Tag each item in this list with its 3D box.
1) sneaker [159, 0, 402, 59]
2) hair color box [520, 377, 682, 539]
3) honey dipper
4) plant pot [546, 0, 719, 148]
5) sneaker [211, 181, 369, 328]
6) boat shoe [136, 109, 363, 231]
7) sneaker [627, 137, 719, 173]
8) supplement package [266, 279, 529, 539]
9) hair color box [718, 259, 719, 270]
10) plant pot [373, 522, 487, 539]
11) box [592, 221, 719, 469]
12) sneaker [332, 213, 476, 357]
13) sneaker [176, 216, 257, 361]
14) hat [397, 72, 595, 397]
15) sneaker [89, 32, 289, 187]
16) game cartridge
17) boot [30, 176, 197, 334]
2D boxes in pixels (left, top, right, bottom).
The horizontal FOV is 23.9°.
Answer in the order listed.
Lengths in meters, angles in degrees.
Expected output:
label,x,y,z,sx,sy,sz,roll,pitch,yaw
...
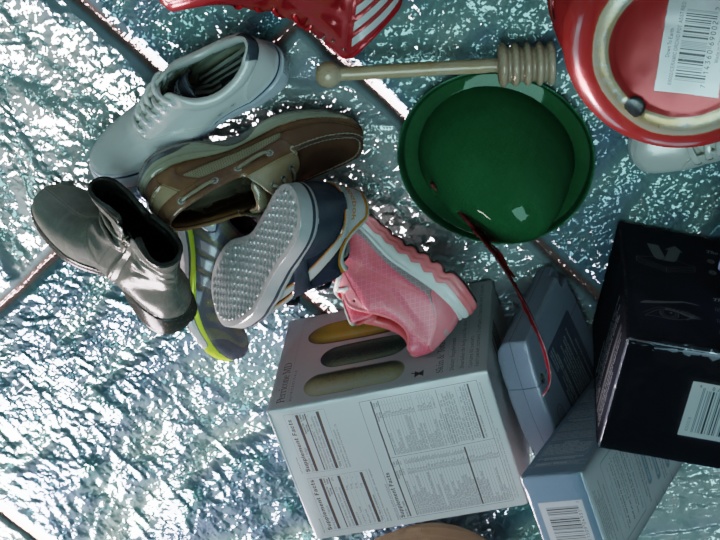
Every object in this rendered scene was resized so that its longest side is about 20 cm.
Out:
label,x,y,z,sx,sy,sz,roll,pitch,yaw
sneaker,-0.061,-0.214,1.393,0.200,0.078,0.116,-11,118,14
hair color box,0.214,0.171,1.476,0.061,0.200,0.099,-10,108,32
honey dipper,0.062,-0.169,1.416,0.200,0.038,0.038,-2,121,-1
plant pot,0.240,-0.206,1.306,0.200,0.183,0.201,4,121,7
sneaker,-0.059,-0.009,1.440,0.079,0.078,0.200,-4,158,-31
boat shoe,-0.087,-0.078,1.448,0.200,0.072,0.076,-18,145,-12
sneaker,0.313,-0.125,1.403,0.200,0.085,0.073,-24,118,21
supplement package,0.040,0.126,1.545,0.200,0.152,0.151,-12,119,13
hair color box,0.411,-0.010,1.414,0.200,0.109,0.065,21,123,16
plant pot,0.073,0.319,1.695,0.201,0.093,0.201,2,121,4
box,0.307,0.068,1.452,0.197,0.200,0.118,11,121,0
sneaker,0.000,0.000,1.477,0.200,0.074,0.087,35,82,13
sneaker,-0.124,-0.004,1.534,0.081,0.074,0.200,-8,122,7
hat,0.121,-0.048,1.414,0.200,0.176,0.166,31,120,-12
sneaker,-0.158,-0.143,1.441,0.200,0.073,0.071,-33,151,14
game cartridge,0.185,0.113,1.533,0.042,0.133,0.200,-7,122,35
boot,-0.214,-0.042,1.458,0.200,0.068,0.131,38,154,24
